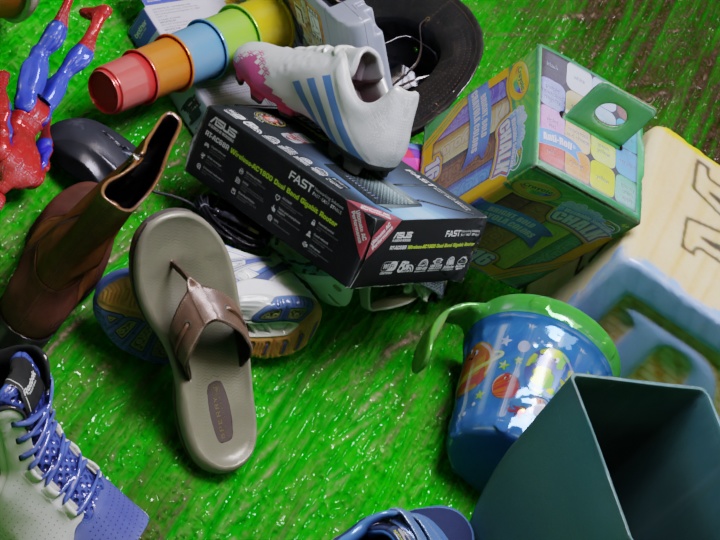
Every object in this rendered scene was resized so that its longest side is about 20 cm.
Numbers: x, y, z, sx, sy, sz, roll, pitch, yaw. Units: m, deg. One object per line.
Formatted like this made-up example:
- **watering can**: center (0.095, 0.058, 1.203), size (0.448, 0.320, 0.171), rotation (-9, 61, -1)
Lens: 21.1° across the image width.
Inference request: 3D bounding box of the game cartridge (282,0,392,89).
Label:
- **game cartridge**: center (-0.033, -0.200, 1.659), size (0.041, 0.134, 0.200), rotation (-22, 40, -18)

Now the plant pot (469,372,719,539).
- **plant pot**: center (0.174, 0.196, 1.466), size (0.140, 0.200, 0.142), rotation (8, 50, -34)

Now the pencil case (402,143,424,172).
- **pencil case**: center (0.054, -0.070, 1.705), size (0.199, 0.088, 0.089), rotation (0, 55, -37)

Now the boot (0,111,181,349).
- **boot**: center (-0.189, -0.051, 1.388), size (0.068, 0.200, 0.189), rotation (38, 39, -4)

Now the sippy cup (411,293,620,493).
- **sippy cup**: center (0.132, 0.112, 1.574), size (0.176, 0.140, 0.131), rotation (8, 48, 20)

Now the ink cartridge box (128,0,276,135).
- **ink cartridge box**: center (-0.119, -0.174, 1.686), size (0.119, 0.042, 0.201), rotation (-16, 69, -44)

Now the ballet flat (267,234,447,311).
- **ballet flat**: center (0.000, 0.000, 1.607), size (0.199, 0.074, 0.075), rotation (4, 52, -37)

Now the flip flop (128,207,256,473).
- **flip flop**: center (-0.111, 0.052, 1.403), size (0.081, 0.057, 0.202), rotation (-16, 100, -28)

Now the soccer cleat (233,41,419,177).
- **soccer cleat**: center (-0.024, -0.151, 1.547), size (0.070, 0.087, 0.200), rotation (1, 29, -46)

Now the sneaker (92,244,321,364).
- **sneaker**: center (-0.128, 0.019, 1.493), size (0.199, 0.076, 0.088), rotation (8, 35, -40)

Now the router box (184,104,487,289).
- **router box**: center (-0.019, -0.061, 1.545), size (0.199, 0.063, 0.149), rotation (35, 22, 31)

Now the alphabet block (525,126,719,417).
- **alphabet block**: center (0.265, 0.033, 1.698), size (0.196, 0.195, 0.201), rotation (35, 41, -11)

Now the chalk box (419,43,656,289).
- **chalk box**: center (0.155, -0.090, 1.600), size (0.124, 0.200, 0.125), rotation (25, 55, -28)

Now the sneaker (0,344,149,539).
- **sneaker**: center (-0.222, 0.119, 1.274), size (0.199, 0.115, 0.081), rotation (34, 40, -9)

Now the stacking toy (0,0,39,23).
- **stacking toy**: center (-0.359, -0.248, 1.514), size (0.199, 0.146, 0.147), rotation (-18, 66, -28)

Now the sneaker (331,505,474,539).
- **sneaker**: center (0.028, 0.213, 1.423), size (0.199, 0.082, 0.074), rotation (-18, 66, -49)

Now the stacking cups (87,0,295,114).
- **stacking cups**: center (-0.144, -0.177, 1.609), size (0.199, 0.061, 0.061), rotation (-28, 74, -39)

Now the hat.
- **hat**: center (0.026, -0.175, 1.761), size (0.081, 0.199, 0.202), rotation (61, 15, -51)

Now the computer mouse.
- **computer mouse**: center (-0.159, -0.072, 1.527), size (0.199, 0.034, 0.059), rotation (24, 27, 1)

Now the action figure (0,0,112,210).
- **action figure**: center (-0.252, -0.130, 1.494), size (0.065, 0.051, 0.201), rotation (48, 50, -47)
